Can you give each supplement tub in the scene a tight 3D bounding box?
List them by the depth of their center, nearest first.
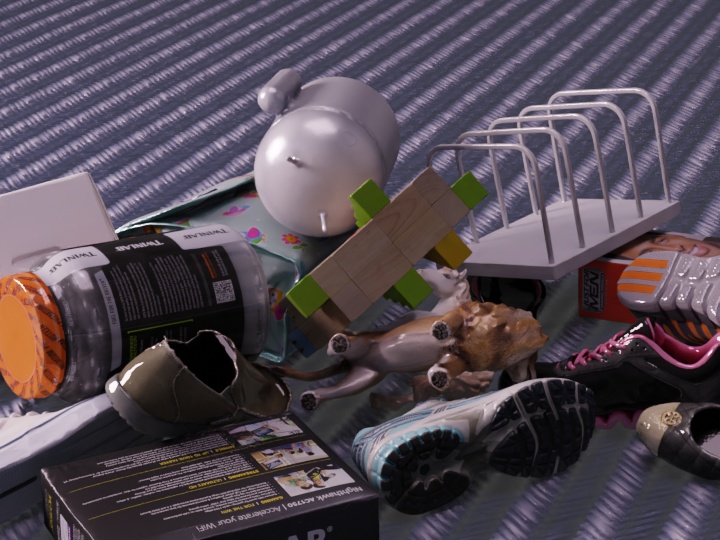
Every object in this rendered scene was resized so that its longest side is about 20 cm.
[{"bbox_3d":[-0.182,0.035,1.453,0.200,0.123,0.122,-10,22,-35],"label":"supplement tub"}]

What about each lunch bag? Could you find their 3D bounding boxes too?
[{"bbox_3d":[-0.110,-0.018,1.663,0.200,0.122,0.170,20,25,21],"label":"lunch bag"}]

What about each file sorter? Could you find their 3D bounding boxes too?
[{"bbox_3d":[0.173,-0.082,1.690,0.139,0.125,0.200,2,20,44],"label":"file sorter"}]

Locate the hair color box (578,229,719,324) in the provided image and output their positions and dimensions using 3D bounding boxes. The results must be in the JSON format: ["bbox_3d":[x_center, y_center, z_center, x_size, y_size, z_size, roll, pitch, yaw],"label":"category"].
[{"bbox_3d":[0.307,0.012,1.667,0.199,0.061,0.101,7,23,26],"label":"hair color box"}]

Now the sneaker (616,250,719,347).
[{"bbox_3d":[0.310,0.040,1.488,0.200,0.112,0.078,12,62,51],"label":"sneaker"}]

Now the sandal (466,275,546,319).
[{"bbox_3d":[0.133,0.022,1.674,0.075,0.045,0.200,-2,20,3],"label":"sandal"}]

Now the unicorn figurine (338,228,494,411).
[{"bbox_3d":[0.052,0.058,1.563,0.137,0.074,0.200,-12,42,-18],"label":"unicorn figurine"}]

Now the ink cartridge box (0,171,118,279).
[{"bbox_3d":[-0.304,0.002,1.559,0.145,0.084,0.200,-19,-9,-29],"label":"ink cartridge box"}]

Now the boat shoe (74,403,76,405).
[{"bbox_3d":[-0.213,0.062,1.564,0.072,0.065,0.200,-2,21,-8],"label":"boat shoe"}]

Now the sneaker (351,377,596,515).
[{"bbox_3d":[0.084,0.116,1.385,0.199,0.078,0.086,-12,19,-26],"label":"sneaker"}]

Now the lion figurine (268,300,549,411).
[{"bbox_3d":[0.040,0.063,1.438,0.199,0.073,0.122,-2,7,21],"label":"lion figurine"}]

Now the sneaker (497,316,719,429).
[{"bbox_3d":[0.207,0.078,1.452,0.199,0.096,0.079,3,24,15],"label":"sneaker"}]

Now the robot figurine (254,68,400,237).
[{"bbox_3d":[-0.028,-0.099,1.607,0.113,0.170,0.200,-35,12,21],"label":"robot figurine"}]

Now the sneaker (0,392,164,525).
[{"bbox_3d":[-0.235,0.128,1.374,0.200,0.073,0.071,-20,36,-38],"label":"sneaker"}]

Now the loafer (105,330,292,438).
[{"bbox_3d":[-0.107,0.089,1.397,0.075,0.070,0.200,49,19,23],"label":"loafer"}]

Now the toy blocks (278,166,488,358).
[{"bbox_3d":[0.000,0.000,1.510,0.200,0.100,0.137,-42,1,-30],"label":"toy blocks"}]

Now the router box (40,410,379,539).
[{"bbox_3d":[-0.107,0.168,1.292,0.199,0.051,0.149,-11,24,-24],"label":"router box"}]

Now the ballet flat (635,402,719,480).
[{"bbox_3d":[0.298,0.124,1.355,0.199,0.057,0.067,9,52,27],"label":"ballet flat"}]
